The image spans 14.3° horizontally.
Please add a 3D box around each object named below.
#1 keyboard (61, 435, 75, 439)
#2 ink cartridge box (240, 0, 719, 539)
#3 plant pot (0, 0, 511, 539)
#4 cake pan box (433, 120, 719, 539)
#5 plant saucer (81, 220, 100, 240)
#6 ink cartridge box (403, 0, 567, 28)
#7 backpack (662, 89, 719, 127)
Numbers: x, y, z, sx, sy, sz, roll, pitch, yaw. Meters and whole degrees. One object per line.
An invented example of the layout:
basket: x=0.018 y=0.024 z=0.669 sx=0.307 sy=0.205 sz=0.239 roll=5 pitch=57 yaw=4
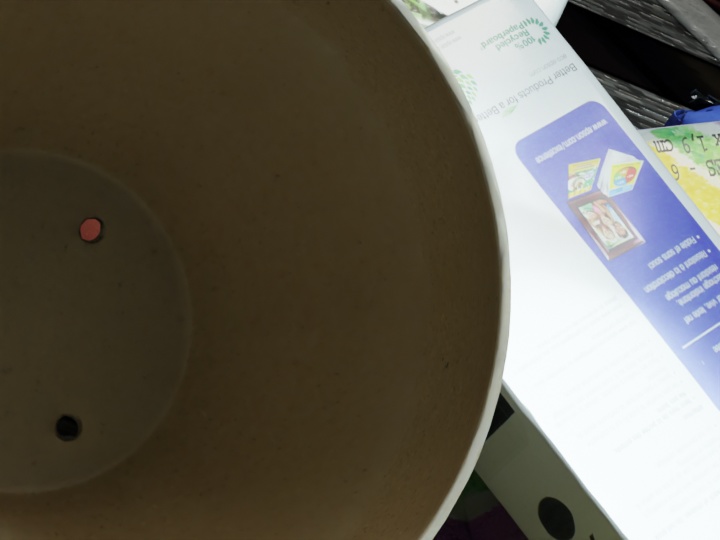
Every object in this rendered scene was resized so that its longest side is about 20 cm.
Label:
keyboard: x=-0.091 y=0.078 z=0.795 sx=0.200 sy=0.021 sz=0.127 roll=17 pitch=26 yaw=-38
ink cartridge box: x=0.065 y=0.021 z=0.785 sx=0.099 sy=0.039 sz=0.200 roll=-29 pitch=76 yaw=-39
plant pot: x=-0.076 y=0.008 z=0.724 sx=0.200 sy=0.201 sz=0.134 roll=25 pitch=-11 yaw=-10
cake pan box: x=0.092 y=0.040 z=0.862 sx=0.200 sy=0.052 sz=0.184 roll=-5 pitch=54 yaw=-7
plant saucer: x=-0.087 y=-0.057 z=0.958 sx=0.200 sy=0.037 sz=0.200 roll=54 pitch=32 yaw=-20
ink cartridge box: x=-0.043 y=-0.093 z=0.863 sx=0.200 sy=0.050 sz=0.109 roll=29 pitch=51 yaw=-4
backpack: x=0.222 y=-0.007 z=1.298 sx=0.168 sy=0.163 sz=0.200 roll=34 pitch=18 yaw=29
